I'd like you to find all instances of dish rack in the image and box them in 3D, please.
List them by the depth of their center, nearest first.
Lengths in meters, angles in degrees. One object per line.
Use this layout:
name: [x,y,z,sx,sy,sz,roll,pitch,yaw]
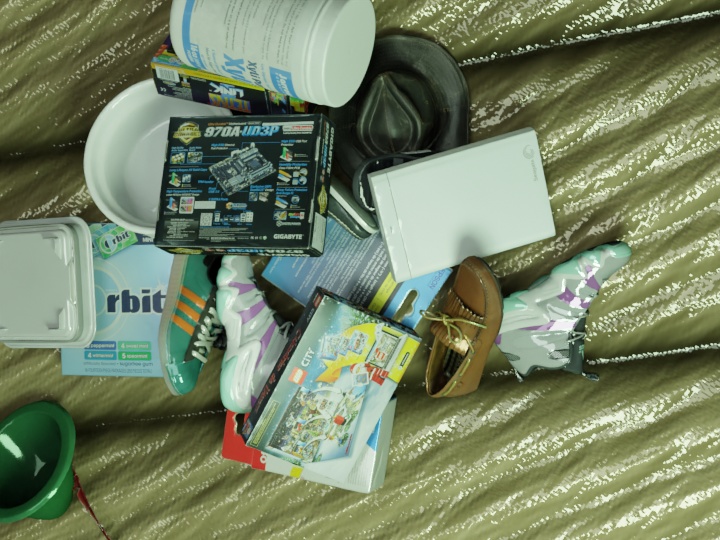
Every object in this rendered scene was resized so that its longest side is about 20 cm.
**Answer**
dish rack: [-0.430,0.018,1.705,0.199,0.043,0.173,-2,91,36]

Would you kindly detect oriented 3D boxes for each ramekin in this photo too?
ramekin: [-0.232,-0.130,1.618,0.199,0.098,0.201,-3,76,12]

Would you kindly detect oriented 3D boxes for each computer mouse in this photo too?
computer mouse: [0.087,-0.079,1.541,0.199,0.046,0.141,-7,107,-10]

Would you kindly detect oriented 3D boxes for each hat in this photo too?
hat: [0.037,-0.186,1.564,0.200,0.081,0.202,1,93,18]
hat: [-0.404,0.302,1.759,0.165,0.176,0.201,-21,49,19]

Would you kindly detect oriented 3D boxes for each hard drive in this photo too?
hard drive: [0.119,-0.076,1.510,0.199,0.027,0.132,-17,109,-7]

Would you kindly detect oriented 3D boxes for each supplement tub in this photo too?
supplement tub: [-0.099,-0.268,1.450,0.199,0.132,0.133,19,98,21]

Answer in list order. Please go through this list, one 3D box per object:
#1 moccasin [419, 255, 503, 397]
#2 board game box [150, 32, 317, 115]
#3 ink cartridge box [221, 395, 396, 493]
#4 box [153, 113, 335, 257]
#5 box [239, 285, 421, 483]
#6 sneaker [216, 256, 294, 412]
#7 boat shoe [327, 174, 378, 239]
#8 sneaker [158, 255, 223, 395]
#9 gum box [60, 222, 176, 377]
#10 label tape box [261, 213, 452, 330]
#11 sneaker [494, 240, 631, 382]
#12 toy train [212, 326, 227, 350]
moccasin: [0.112,0.069,1.513,0.074,0.077,0.202,52,144,32]
board game box: [-0.128,-0.266,1.573,0.199,0.166,0.057,14,141,16]
ink cartridge box: [-0.065,0.197,1.622,0.199,0.067,0.117,11,95,16]
box: [-0.134,-0.098,1.502,0.199,0.046,0.160,1,78,20]
box: [-0.035,0.135,1.521,0.136,0.038,0.201,25,98,-22]
sneaker: [-0.098,0.068,1.569,0.139,0.078,0.201,-3,90,6]
boat shoe: [-0.060,-0.098,1.542,0.060,0.076,0.200,-47,67,10]
sneaker: [-0.199,0.057,1.629,0.080,0.071,0.201,-3,69,18]
gum box: [-0.309,0.037,1.701,0.169,0.045,0.201,0,92,17]
label tape box: [0.000,0.000,1.594,0.200,0.066,0.144,34,101,11]
sneaker: [0.253,0.062,1.520,0.200,0.078,0.140,-32,85,26]
toy train: [-0.124,0.093,1.655,0.199,0.034,0.046,15,85,17]
